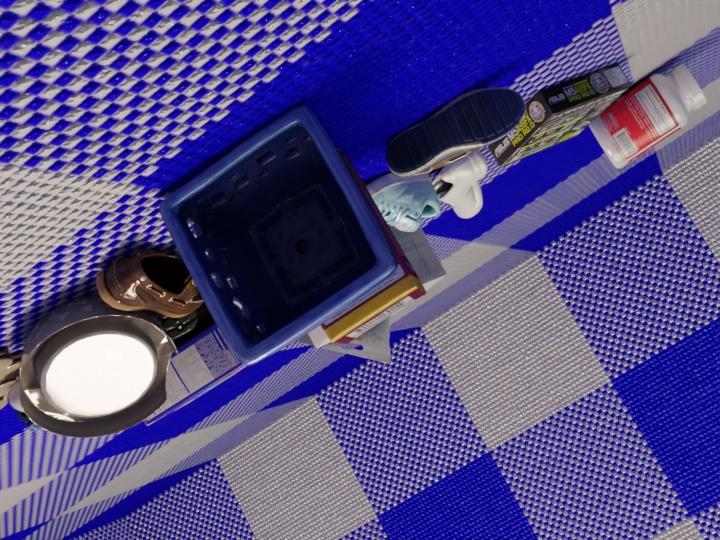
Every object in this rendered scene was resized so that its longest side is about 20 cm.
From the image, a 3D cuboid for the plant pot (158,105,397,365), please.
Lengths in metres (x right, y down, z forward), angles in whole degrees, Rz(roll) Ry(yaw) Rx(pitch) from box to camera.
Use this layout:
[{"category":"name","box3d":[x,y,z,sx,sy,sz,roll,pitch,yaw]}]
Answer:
[{"category":"plant pot","box3d":[-0.076,-0.034,1.049,0.198,0.202,0.180,-32,175,7]}]

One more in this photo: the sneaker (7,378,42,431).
[{"category":"sneaker","box3d":[-0.430,0.181,1.300,0.081,0.075,0.201,-28,160,-17]}]

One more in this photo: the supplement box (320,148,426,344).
[{"category":"supplement box","box3d":[-0.024,-0.027,1.187,0.129,0.202,0.103,-30,170,7]}]

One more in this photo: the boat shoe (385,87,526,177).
[{"category":"boat shoe","box3d":[0.125,-0.185,1.263,0.197,0.074,0.072,-21,175,4]}]

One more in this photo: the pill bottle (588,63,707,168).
[{"category":"pill bottle","box3d":[0.532,-0.289,1.753,0.198,0.114,0.112,-34,169,18]}]

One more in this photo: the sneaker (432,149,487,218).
[{"category":"sneaker","box3d":[0.149,-0.133,1.533,0.088,0.076,0.201,-32,159,-9]}]

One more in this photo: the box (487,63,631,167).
[{"category":"box","box3d":[0.323,-0.252,1.537,0.198,0.045,0.160,-24,168,-32]}]

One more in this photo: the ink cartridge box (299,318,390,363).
[{"category":"ink cartridge box","box3d":[-0.032,0.089,1.590,0.159,0.202,0.058,14,128,-10]}]

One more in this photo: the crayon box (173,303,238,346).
[{"category":"crayon box","box3d":[-0.241,0.066,1.422,0.126,0.051,0.200,-33,168,14]}]

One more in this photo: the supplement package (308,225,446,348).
[{"category":"supplement package","box3d":[0.000,0.000,1.508,0.198,0.152,0.151,-20,166,-45]}]

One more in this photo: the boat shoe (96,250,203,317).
[{"category":"boat shoe","box3d":[-0.233,0.014,1.153,0.070,0.071,0.199,-29,170,18]}]

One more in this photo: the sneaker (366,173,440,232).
[{"category":"sneaker","box3d":[0.055,-0.096,1.413,0.198,0.083,0.074,-20,165,-43]}]

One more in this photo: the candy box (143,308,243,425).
[{"category":"candy box","box3d":[-0.219,0.128,1.368,0.198,0.078,0.169,-32,179,17]}]

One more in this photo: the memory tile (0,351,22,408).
[{"category":"memory tile","box3d":[-0.485,0.151,1.241,0.152,0.017,0.200,-32,169,3]}]

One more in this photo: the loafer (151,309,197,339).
[{"category":"loafer","box3d":[-0.312,0.080,1.248,0.197,0.069,0.070,-19,-161,-12]}]

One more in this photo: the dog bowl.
[{"category":"dog bowl","box3d":[-0.325,0.115,1.171,0.196,0.059,0.203,-15,133,-16]}]
